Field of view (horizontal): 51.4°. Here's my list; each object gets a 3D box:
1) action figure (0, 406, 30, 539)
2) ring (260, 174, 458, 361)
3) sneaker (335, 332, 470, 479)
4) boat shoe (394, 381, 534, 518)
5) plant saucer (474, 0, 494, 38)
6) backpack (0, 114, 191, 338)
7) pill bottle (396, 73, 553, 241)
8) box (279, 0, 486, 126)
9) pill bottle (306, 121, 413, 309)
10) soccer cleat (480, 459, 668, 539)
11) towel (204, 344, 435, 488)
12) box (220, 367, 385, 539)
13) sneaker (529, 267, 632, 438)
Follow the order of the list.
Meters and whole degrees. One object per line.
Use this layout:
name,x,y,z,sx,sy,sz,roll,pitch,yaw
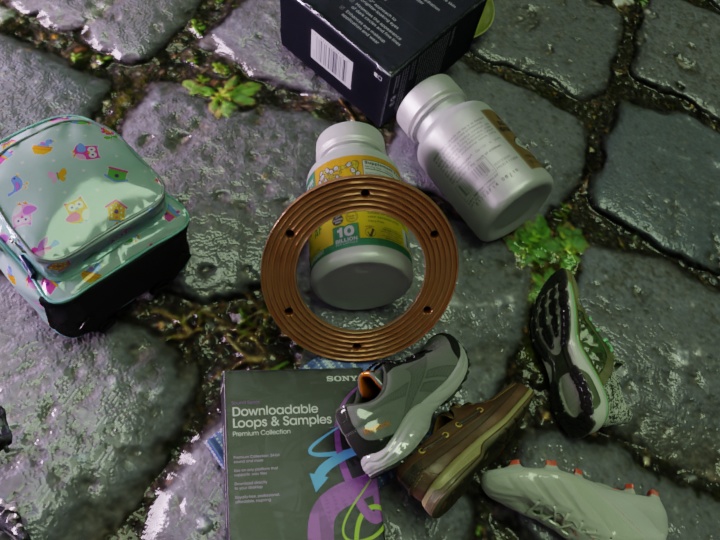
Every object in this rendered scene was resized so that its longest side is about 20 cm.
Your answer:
action figure,-0.319,0.210,0.592,0.119,0.102,0.201,-6,98,-50
ring,0.000,0.000,0.748,0.199,0.202,0.019,8,23,-10
sneaker,0.045,0.110,0.729,0.079,0.074,0.200,51,38,-3
boat shoe,0.108,0.161,0.749,0.067,0.072,0.200,36,41,23
plant saucer,0.108,-0.413,1.155,0.199,0.031,0.201,6,57,-10
backpack,-0.290,-0.061,0.748,0.200,0.154,0.176,41,62,20
pill bottle,0.137,-0.146,0.939,0.114,0.115,0.200,-25,67,-28
box,0.028,-0.338,1.012,0.197,0.118,0.200,42,70,13
pill bottle,-0.005,-0.067,0.850,0.112,0.113,0.201,4,57,-13
soccer cleat,0.214,0.241,0.740,0.199,0.069,0.078,15,59,-8
towel,-0.036,0.168,0.749,0.200,0.024,0.145,-34,74,-29
box,-0.056,0.189,0.697,0.142,0.036,0.201,0,60,-16
sneaker,0.255,0.093,0.853,0.088,0.077,0.201,9,60,-26
